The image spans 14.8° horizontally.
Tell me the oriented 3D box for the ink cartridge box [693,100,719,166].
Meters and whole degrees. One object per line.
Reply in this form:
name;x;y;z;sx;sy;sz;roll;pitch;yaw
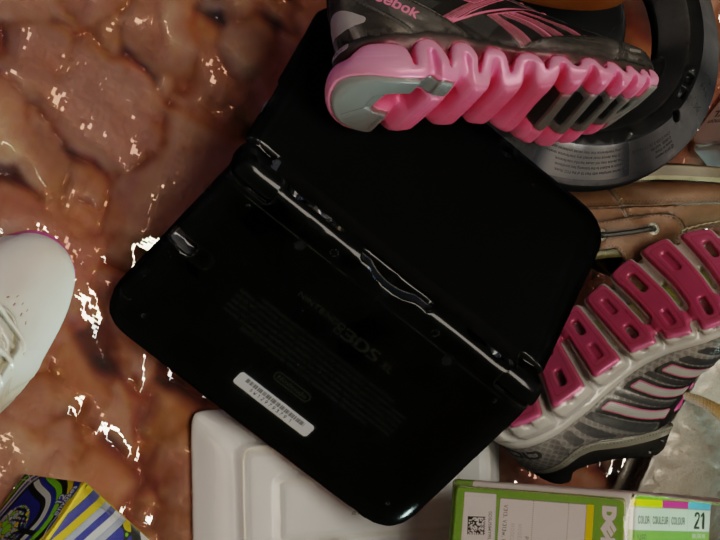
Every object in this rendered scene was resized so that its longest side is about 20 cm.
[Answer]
ink cartridge box;0.313;-0.040;1.622;0.200;0.145;0.083;47;63;-25

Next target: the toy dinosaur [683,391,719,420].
toy dinosaur;0.254;0.136;1.552;0.101;0.058;0.200;-22;84;-46

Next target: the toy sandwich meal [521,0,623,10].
toy sandwich meal;0.092;-0.238;1.483;0.205;0.070;0.205;8;68;-21

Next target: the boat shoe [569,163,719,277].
boat shoe;0.144;-0.027;1.555;0.200;0.072;0.068;0;89;-23

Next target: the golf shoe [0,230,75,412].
golf shoe;-0.194;0.056;1.302;0.200;0.092;0.075;-49;114;-27

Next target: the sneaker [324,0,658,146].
sneaker;0.066;-0.121;1.422;0.200;0.079;0.095;4;60;-34

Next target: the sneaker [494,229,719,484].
sneaker;0.157;0.051;1.521;0.200;0.074;0.087;-32;137;-2

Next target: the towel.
towel;0.233;0.086;1.603;0.133;0.034;0.200;29;91;-28

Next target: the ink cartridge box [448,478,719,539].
ink cartridge box;0.162;0.154;1.455;0.148;0.200;0.076;14;80;-66

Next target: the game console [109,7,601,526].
game console;0.000;0.000;1.436;0.200;0.116;0.176;38;112;-15

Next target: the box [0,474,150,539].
box;-0.179;0.198;1.326;0.070;0.064;0.200;45;65;-26

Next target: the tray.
tray;0.000;0.124;1.478;0.200;0.022;0.107;-1;89;-35

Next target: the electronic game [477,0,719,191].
electronic game;0.107;-0.138;1.517;0.200;0.042;0.200;9;67;-21
